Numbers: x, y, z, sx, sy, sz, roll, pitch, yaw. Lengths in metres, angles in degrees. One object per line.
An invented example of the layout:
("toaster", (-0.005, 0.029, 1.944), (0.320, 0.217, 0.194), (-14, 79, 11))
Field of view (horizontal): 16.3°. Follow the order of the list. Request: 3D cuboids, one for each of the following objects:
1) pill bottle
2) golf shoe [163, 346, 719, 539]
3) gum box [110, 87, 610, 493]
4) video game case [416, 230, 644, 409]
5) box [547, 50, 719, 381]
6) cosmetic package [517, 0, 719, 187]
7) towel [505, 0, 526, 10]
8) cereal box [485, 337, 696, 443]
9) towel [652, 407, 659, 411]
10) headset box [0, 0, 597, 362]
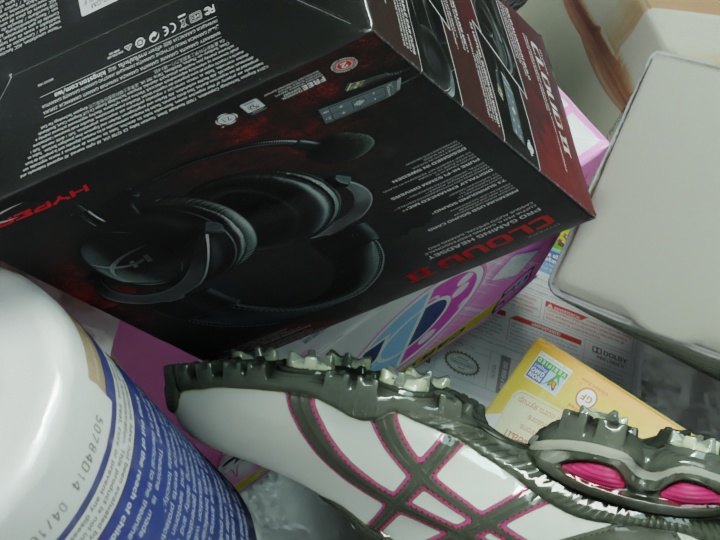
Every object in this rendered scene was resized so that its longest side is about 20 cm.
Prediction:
("pill bottle", (-0.097, 0.093, 0.823), (0.111, 0.200, 0.111), (-14, 53, 19))
("golf shoe", (0.024, 0.076, 0.813), (0.200, 0.088, 0.077), (14, 2, 15))
("gum box", (0.000, 0.000, 0.970), (0.200, 0.114, 0.066), (-35, 74, -26))
("video game case", (0.062, -0.014, 1.107), (0.143, 0.018, 0.200), (21, 48, -10))
("box", (0.195, 0.006, 1.014), (0.128, 0.109, 0.200), (22, -3, 44))
("cosmetic package", (0.140, -0.108, 1.149), (0.103, 0.087, 0.200), (3, 45, -29))
("towel", (0.016, -0.121, 1.033), (0.166, 0.200, 0.086), (-33, 91, -31))
("cereal box", (0.062, 0.142, 0.848), (0.144, 0.040, 0.200), (33, 84, 25))
("towel", (0.074, 0.149, 0.972), (0.149, 0.031, 0.200), (1, 63, -24))
("headset box", (-0.026, -0.043, 0.798), (0.200, 0.149, 0.077), (35, 37, -59))
